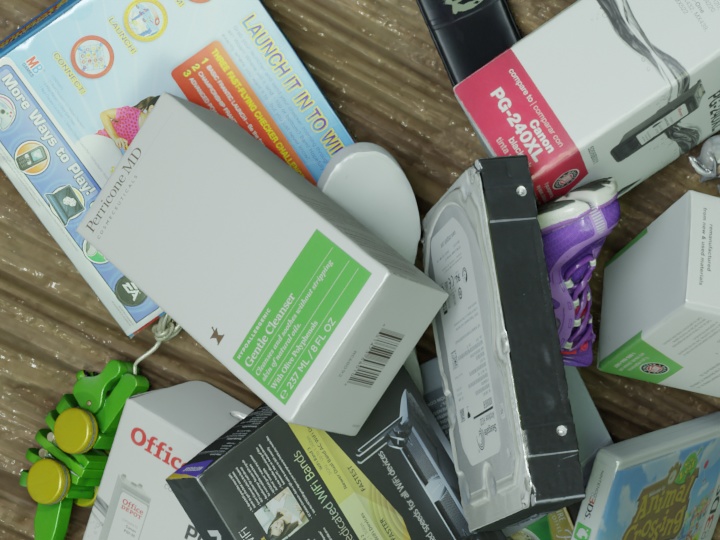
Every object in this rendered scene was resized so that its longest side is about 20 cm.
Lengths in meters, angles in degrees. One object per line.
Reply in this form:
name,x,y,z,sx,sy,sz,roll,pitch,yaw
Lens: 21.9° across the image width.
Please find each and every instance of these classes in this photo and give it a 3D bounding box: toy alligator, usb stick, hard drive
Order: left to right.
toy alligator,-0.183,0.096,1.255,0.054,0.059,0.201,33,98,27
usb stick,0.050,-0.207,1.193,0.055,0.033,0.201,-23,110,8
hard drive,0.080,0.048,1.104,0.037,0.140,0.202,-6,78,-14

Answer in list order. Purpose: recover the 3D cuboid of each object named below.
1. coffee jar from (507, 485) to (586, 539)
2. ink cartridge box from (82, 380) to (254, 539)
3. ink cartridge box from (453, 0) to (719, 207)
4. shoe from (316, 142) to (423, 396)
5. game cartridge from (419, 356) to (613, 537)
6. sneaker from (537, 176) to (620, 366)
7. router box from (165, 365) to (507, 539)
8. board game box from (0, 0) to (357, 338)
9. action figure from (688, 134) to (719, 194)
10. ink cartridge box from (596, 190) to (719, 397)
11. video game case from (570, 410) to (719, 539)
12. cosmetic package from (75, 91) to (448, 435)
coffee jar,0.084,0.186,1.300,0.198,0.085,0.105,-24,119,0
ink cartridge box,-0.110,0.196,1.244,0.146,0.083,0.202,27,108,27
ink cartridge box,0.170,-0.119,1.173,0.199,0.145,0.084,-34,72,4
shoe,0.000,0.000,1.217,0.071,0.091,0.202,-10,116,-6
game cartridge,0.064,0.123,1.257,0.198,0.134,0.041,-24,143,1
sneaker,0.128,0.014,1.177,0.080,0.084,0.201,-25,157,-24
router box,-0.002,0.165,1.143,0.157,0.052,0.201,-35,100,-28
board game box,-0.127,-0.095,1.193,0.195,0.056,0.201,-33,110,3
action figure,0.307,-0.056,1.237,0.198,0.130,0.070,11,93,-19
ink cartridge box,0.277,0.030,1.239,0.198,0.146,0.085,13,67,-13
video game case,0.195,0.194,1.284,0.199,0.022,0.184,-7,117,-53
cosmetic package,-0.060,-0.005,1.097,0.108,0.199,0.085,-57,151,8
